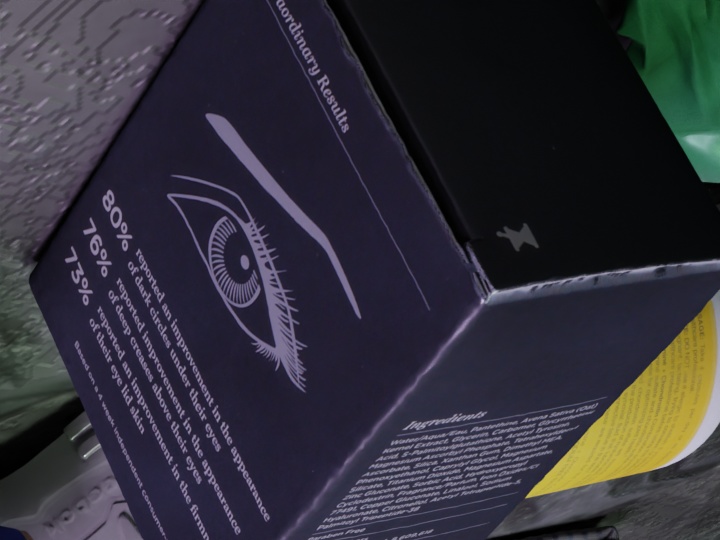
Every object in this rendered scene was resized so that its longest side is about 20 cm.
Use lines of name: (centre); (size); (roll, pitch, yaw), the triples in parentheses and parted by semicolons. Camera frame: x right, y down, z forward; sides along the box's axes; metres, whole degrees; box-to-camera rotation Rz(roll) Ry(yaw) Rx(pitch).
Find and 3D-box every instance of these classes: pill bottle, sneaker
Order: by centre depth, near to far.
pill bottle: (0.069, 0.026, 0.995); (0.199, 0.112, 0.112); (-8, 150, -36)
sneaker: (-0.124, 0.113, 1.030); (0.199, 0.077, 0.080); (-28, 166, 6)

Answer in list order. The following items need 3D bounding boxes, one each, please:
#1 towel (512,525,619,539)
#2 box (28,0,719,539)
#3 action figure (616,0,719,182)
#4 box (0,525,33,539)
towel: (0.022, 0.205, 1.409); (0.199, 0.035, 0.193); (-7, 150, -37)
box: (0.000, 0.000, 0.827); (0.104, 0.148, 0.200); (-7, 150, -38)
action figure: (0.122, -0.096, 0.857); (0.118, 0.055, 0.200); (-7, 148, 16)
box: (-0.176, 0.124, 0.874); (0.121, 0.032, 0.200); (-37, 169, 1)
